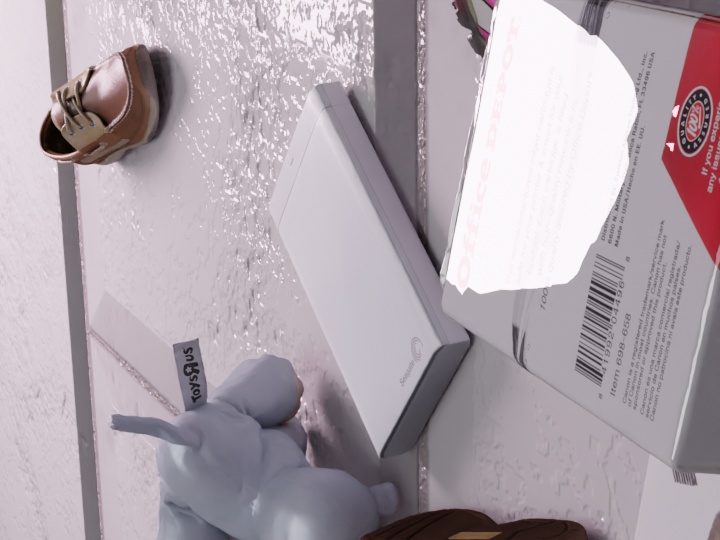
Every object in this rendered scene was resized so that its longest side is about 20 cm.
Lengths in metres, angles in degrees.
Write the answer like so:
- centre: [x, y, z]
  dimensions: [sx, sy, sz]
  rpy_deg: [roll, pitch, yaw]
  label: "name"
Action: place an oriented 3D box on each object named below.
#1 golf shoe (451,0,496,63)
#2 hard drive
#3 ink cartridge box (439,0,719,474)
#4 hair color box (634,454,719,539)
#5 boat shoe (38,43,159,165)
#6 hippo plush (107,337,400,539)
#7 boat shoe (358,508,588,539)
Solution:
- centre: [0.103, -0.099, 0.780]
  dimensions: [0.092, 0.073, 0.201]
  rpy_deg: [-1, 121, 41]
  label: "golf shoe"
- centre: [0.000, 0.000, 1.100]
  dimensions: [0.201, 0.027, 0.132]
  rpy_deg: [64, 151, 28]
  label: "hard drive"
- centre: [0.114, -0.024, 0.650]
  dimensions: [0.200, 0.083, 0.145]
  rpy_deg: [-145, 64, -64]
  label: "ink cartridge box"
- centre: [0.177, 0.085, 0.728]
  dimensions: [0.109, 0.064, 0.201]
  rpy_deg: [43, 138, 49]
  label: "hair color box"
- centre: [-0.220, -0.130, 1.447]
  dimensions: [0.200, 0.071, 0.076]
  rpy_deg: [-38, 66, 62]
  label: "boat shoe"
- centre: [-0.045, 0.142, 1.164]
  dimensions: [0.160, 0.159, 0.201]
  rpy_deg: [23, 141, 25]
  label: "hippo plush"
- centre: [0.062, 0.184, 0.992]
  dimensions: [0.202, 0.074, 0.075]
  rpy_deg: [-9, 98, 64]
  label: "boat shoe"
